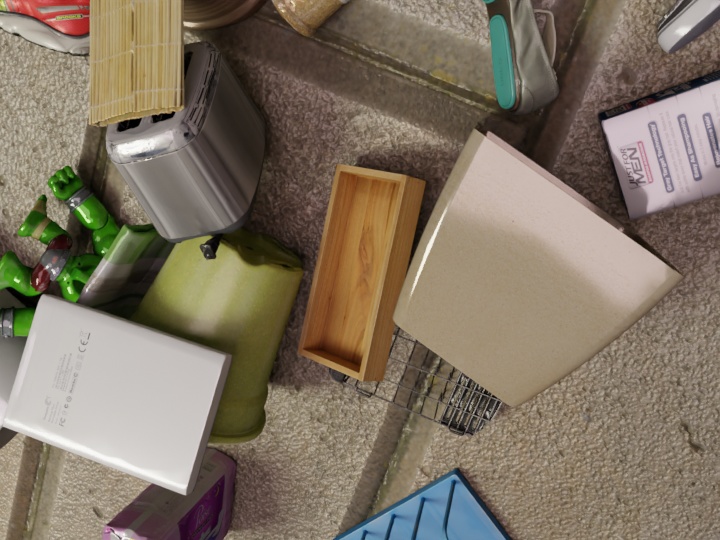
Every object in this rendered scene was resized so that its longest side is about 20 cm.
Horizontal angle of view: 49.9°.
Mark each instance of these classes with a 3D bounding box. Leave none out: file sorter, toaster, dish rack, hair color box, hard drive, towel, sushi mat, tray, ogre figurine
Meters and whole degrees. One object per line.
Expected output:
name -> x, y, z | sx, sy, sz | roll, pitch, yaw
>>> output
file sorter -> 0.067, 0.359, 0.897 | 0.199, 0.123, 0.139 | -36, 97, 21
toaster -> -0.166, -0.122, 0.745 | 0.112, 0.202, 0.130 | -9, 139, 17
dish rack -> 0.069, 0.086, 0.844 | 0.197, 0.055, 0.155 | 22, 112, 4
hair color box -> 0.327, -0.127, 0.702 | 0.197, 0.061, 0.101 | -17, 103, 18
hard drive -> -0.232, 0.115, 0.738 | 0.197, 0.025, 0.134 | 16, 88, 11
towel -> -0.266, 0.037, 0.839 | 0.031, 0.149, 0.201 | 35, 100, 3
sushi mat -> -0.197, -0.232, 0.683 | 0.094, 0.012, 0.204 | -5, 82, 18
tray -> 0.000, 0.000, 0.788 | 0.098, 0.037, 0.203 | 16, 94, 43
ogre figurine -> -0.339, -0.001, 0.875 | 0.119, 0.202, 0.098 | 32, 148, -20

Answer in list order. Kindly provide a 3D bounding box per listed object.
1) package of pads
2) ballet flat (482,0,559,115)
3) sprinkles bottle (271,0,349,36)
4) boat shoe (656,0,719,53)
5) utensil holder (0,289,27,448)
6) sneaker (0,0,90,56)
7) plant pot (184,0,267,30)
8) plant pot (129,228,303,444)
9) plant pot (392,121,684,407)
package of pads -> -0.222, 0.307, 0.911 | 0.075, 0.200, 0.122 | 13, 108, 14
ballet flat -> 0.144, -0.248, 0.717 | 0.063, 0.067, 0.203 | -17, 106, -10
sprinkles bottle -> 0.003, -0.308, 0.720 | 0.199, 0.068, 0.069 | -36, 97, 22
boat shoe -> 0.320, -0.278, 0.654 | 0.066, 0.070, 0.200 | 49, 116, 13
utensil holder -> -0.465, 0.096, 0.919 | 0.199, 0.170, 0.170 | 40, 113, -3
sneaker -> -0.363, -0.295, 0.823 | 0.197, 0.077, 0.086 | 21, 101, -1
plant pot -> -0.171, -0.336, 0.742 | 0.197, 0.093, 0.204 | 4, 108, 13
plant pot -> -0.155, 0.049, 0.826 | 0.198, 0.200, 0.186 | 28, 102, 3
plant pot -> 0.137, -0.001, 0.705 | 0.199, 0.200, 0.178 | 34, 105, 1
